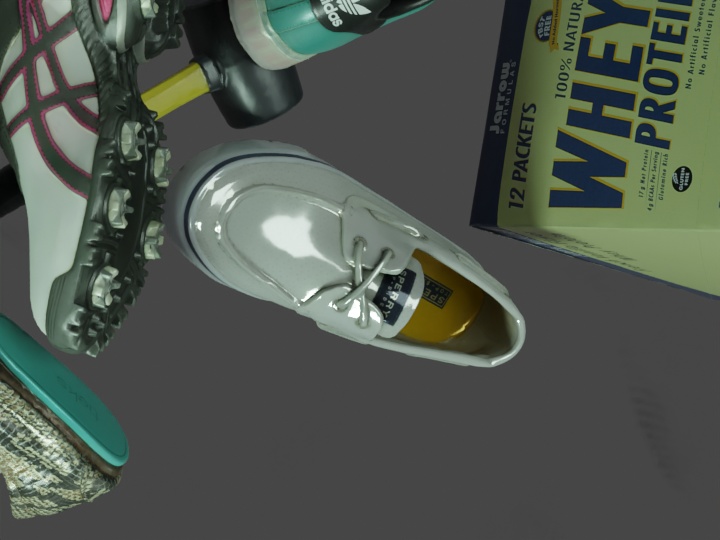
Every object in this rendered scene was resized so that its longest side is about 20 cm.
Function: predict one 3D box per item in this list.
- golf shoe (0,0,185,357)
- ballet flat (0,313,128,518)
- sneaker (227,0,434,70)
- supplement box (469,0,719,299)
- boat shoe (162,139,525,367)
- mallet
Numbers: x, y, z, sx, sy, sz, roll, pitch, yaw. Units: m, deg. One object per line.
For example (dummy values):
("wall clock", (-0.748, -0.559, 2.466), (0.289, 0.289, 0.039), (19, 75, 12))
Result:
("golf shoe", (-0.123, -0.063, 0.954), (0.077, 0.088, 0.200), (59, 34, -72))
("ballet flat", (-0.172, 0.026, 0.934), (0.075, 0.068, 0.200), (-28, 117, 9))
("sneaker", (0.019, -0.154, 1.062), (0.071, 0.080, 0.200), (63, 37, -22))
("supplement box", (0.200, -0.065, 1.166), (0.200, 0.200, 0.134), (15, 81, -40))
("boat shoe", (0.000, 0.000, 1.070), (0.200, 0.070, 0.071), (27, 94, -41))
("mallet", (-0.112, -0.070, 1.005), (0.200, 0.041, 0.066), (-26, 108, -33))
